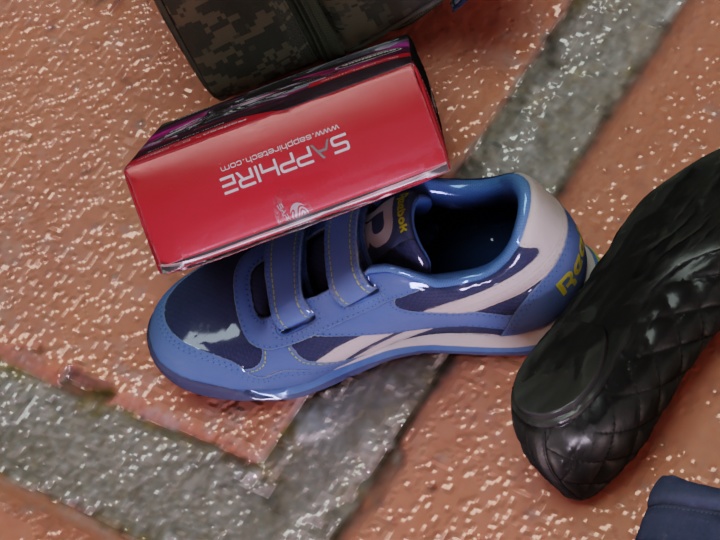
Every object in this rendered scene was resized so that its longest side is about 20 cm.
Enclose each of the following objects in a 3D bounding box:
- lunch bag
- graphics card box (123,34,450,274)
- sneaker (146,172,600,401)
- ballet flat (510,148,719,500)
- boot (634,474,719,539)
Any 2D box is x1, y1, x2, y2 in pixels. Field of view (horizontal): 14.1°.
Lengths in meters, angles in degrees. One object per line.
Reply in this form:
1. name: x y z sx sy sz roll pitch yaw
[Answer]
1. lunch bag: -0.026 -0.197 1.339 0.167 0.140 0.201 -23 49 8
2. graphics card box: -0.028 -0.052 1.226 0.125 0.200 0.051 -20 96 4
3. sneaker: 0.000 0.000 1.239 0.199 0.082 0.074 -13 56 9
4. ballet flat: 0.132 0.012 1.221 0.066 0.057 0.200 24 60 41
5. boot: 0.184 0.138 1.096 0.199 0.073 0.091 14 68 25
